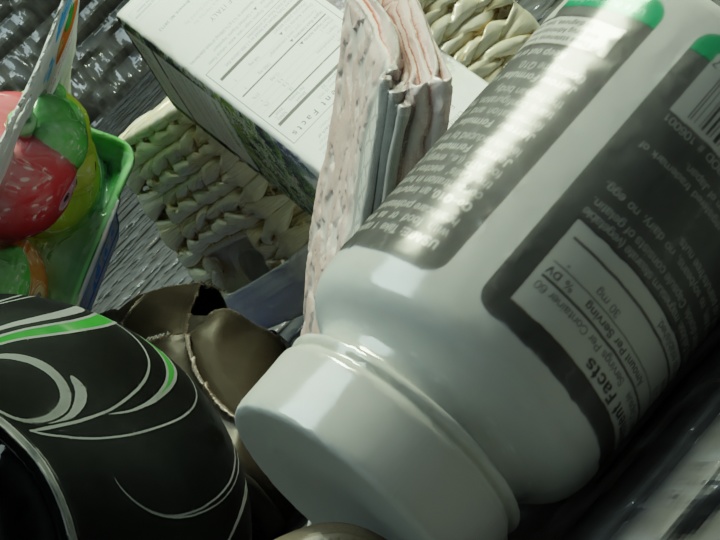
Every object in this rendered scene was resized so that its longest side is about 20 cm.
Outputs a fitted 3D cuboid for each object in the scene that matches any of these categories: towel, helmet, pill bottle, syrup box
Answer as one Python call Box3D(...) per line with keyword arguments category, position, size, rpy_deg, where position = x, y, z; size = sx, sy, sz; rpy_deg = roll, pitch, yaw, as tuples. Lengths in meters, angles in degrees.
Box3D(category="towel", position=(0.000, 0.000, 1.049), size=(0.191, 0.032, 0.200), rpy_deg=(-102, 20, -74))
Box3D(category="helmet", position=(-0.140, 0.100, 1.069), size=(0.200, 0.200, 0.191), rpy_deg=(-42, -10, 17))
Box3D(category="pill bottle", position=(0.057, 0.005, 0.906), size=(0.200, 0.113, 0.113), rpy_deg=(-48, 11, -18))
Box3D(category="syrup box", position=(-0.009, -0.073, 1.218), size=(0.081, 0.200, 0.079), rpy_deg=(-46, -33, -10))

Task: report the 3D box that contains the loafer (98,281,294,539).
Box3D(category="loafer", position=(-0.065, 0.050, 1.210), size=(0.071, 0.073, 0.200), rpy_deg=(-38, 32, -3))

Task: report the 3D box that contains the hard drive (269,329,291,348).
Box3D(category="hard drive", position=(-0.102, 0.117, 1.312), size=(0.200, 0.025, 0.132), rpy_deg=(-45, 11, 3))

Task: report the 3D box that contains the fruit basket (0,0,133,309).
Box3D(category="fruit basket", position=(-0.156, -0.027, 1.254), size=(0.200, 0.094, 0.185), rpy_deg=(125, 166, -65))

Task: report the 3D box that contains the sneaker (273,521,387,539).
Box3D(category="sneaker", position=(-0.050, 0.168, 0.874), size=(0.200, 0.070, 0.076), rpy_deg=(-47, 27, 22))

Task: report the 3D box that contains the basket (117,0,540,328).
Box3D(category="basket", position=(-0.013, -0.077, 1.387), size=(0.200, 0.123, 0.136), rpy_deg=(-43, 9, -25))
